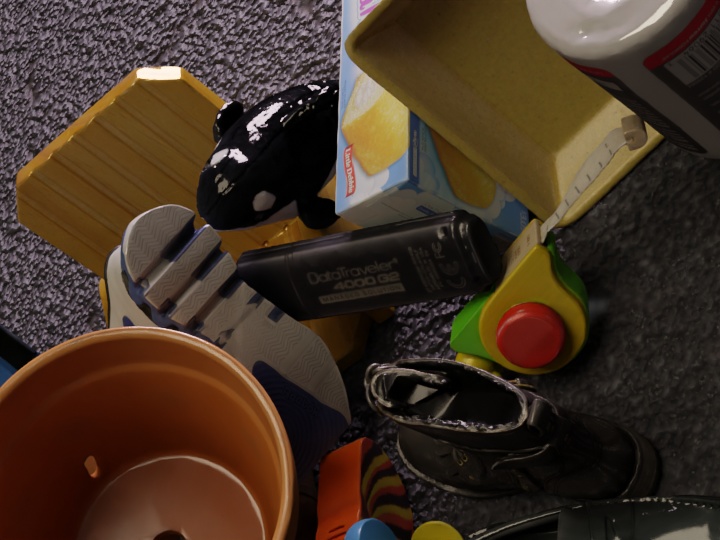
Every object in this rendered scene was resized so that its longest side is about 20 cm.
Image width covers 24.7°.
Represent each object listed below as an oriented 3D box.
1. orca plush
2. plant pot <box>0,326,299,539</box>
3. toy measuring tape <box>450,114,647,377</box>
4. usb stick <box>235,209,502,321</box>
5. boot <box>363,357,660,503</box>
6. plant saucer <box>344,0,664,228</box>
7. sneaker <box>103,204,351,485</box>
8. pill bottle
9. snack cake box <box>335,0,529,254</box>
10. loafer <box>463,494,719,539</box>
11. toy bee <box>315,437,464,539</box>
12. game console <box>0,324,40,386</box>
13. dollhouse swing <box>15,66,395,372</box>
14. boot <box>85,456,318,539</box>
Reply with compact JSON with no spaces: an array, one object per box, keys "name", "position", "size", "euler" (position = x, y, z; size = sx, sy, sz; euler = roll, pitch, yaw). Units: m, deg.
[{"name":"orca plush","position":[-0.023,-0.090,1.084],"size":[0.106,0.199,0.071],"euler":[61,140,14]},{"name":"plant pot","position":[-0.126,0.151,0.979],"size":[0.199,0.140,0.201],"euler":[-3,67,7]},{"name":"toy measuring tape","position":[0.125,0.000,0.979],"size":[0.200,0.073,0.074],"euler":[-53,46,27]},{"name":"usb stick","position":[0.000,0.000,1.028],"size":[0.199,0.056,0.033],"euler":[-10,21,41]},{"name":"boot","position":[0.060,0.084,0.938],"size":[0.199,0.174,0.070],"euler":[2,73,41]},{"name":"plant saucer","position":[0.121,-0.154,0.990],"size":[0.200,0.200,0.049],"euler":[-44,28,17]},{"name":"sneaker","position":[-0.098,0.047,1.070],"size":[0.081,0.200,0.115],"euler":[-44,15,-26]},{"name":"pill bottle","position":[0.187,-0.127,0.901],"size":[0.110,0.200,0.111],"euler":[-17,61,34]},{"name":"snack cake box","position":[0.048,-0.114,1.066],"size":[0.067,0.115,0.201],"euler":[-24,54,41]},{"name":"loafer","position":[0.134,0.162,0.912],"size":[0.200,0.070,0.068],"euler":[-17,62,36]},{"name":"toy bee","position":[0.000,0.207,1.005],"size":[0.131,0.109,0.200],"euler":[-12,39,45]},{"name":"game console","position":[-0.291,0.165,1.251],"size":[0.200,0.118,0.171],"euler":[-46,48,17]},{"name":"dollhouse swing","position":[-0.120,-0.005,1.136],"size":[0.200,0.176,0.182],"euler":[-36,52,23]},{"name":"boot","position":[-0.126,0.179,1.089],"size":[0.199,0.077,0.156],"euler":[1,69,-3]}]
